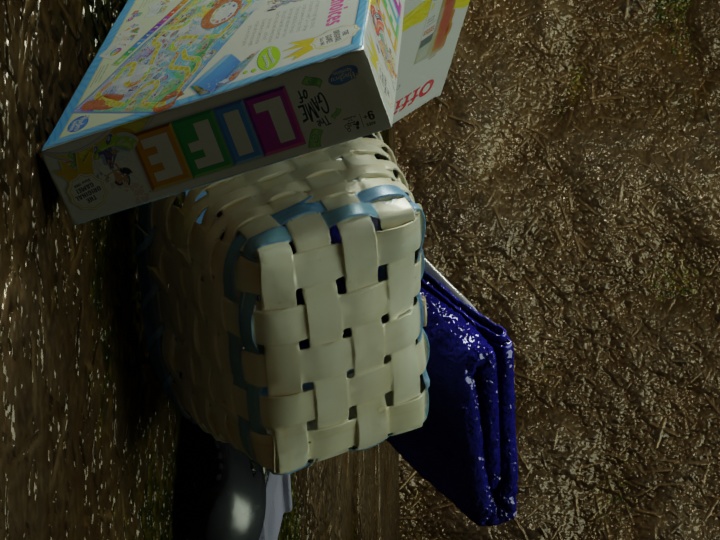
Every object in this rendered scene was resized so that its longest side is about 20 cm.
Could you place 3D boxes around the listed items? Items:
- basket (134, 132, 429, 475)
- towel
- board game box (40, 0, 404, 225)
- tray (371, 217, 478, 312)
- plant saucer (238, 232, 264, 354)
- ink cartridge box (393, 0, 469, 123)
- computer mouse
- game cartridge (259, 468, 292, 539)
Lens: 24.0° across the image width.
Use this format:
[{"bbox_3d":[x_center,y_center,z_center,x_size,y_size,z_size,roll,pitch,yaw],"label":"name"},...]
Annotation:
[{"bbox_3d":[-0.046,-0.002,0.845,0.200,0.138,0.178,40,-40,49],"label":"basket"},{"bbox_3d":[0.020,0.041,0.965,0.200,0.049,0.149,42,-25,39],"label":"towel"},{"bbox_3d":[-0.049,-0.094,0.724,0.201,0.133,0.035,-82,153,-63],"label":"board game box"},{"bbox_3d":[0.000,0.000,1.039,0.200,0.022,0.108,46,-25,29],"label":"tray"},{"bbox_3d":[-0.058,0.023,1.068,0.070,0.019,0.202,-1,77,-81],"label":"plant saucer"},{"bbox_3d":[-0.006,-0.161,0.919,0.145,0.083,0.201,-33,154,-35],"label":"ink cartridge box"},{"bbox_3d":[-0.068,0.073,0.955,0.059,0.034,0.202,39,39,-40],"label":"computer mouse"},{"bbox_3d":[-0.068,0.125,1.082,0.200,0.038,0.131,-79,170,-71],"label":"game cartridge"}]
